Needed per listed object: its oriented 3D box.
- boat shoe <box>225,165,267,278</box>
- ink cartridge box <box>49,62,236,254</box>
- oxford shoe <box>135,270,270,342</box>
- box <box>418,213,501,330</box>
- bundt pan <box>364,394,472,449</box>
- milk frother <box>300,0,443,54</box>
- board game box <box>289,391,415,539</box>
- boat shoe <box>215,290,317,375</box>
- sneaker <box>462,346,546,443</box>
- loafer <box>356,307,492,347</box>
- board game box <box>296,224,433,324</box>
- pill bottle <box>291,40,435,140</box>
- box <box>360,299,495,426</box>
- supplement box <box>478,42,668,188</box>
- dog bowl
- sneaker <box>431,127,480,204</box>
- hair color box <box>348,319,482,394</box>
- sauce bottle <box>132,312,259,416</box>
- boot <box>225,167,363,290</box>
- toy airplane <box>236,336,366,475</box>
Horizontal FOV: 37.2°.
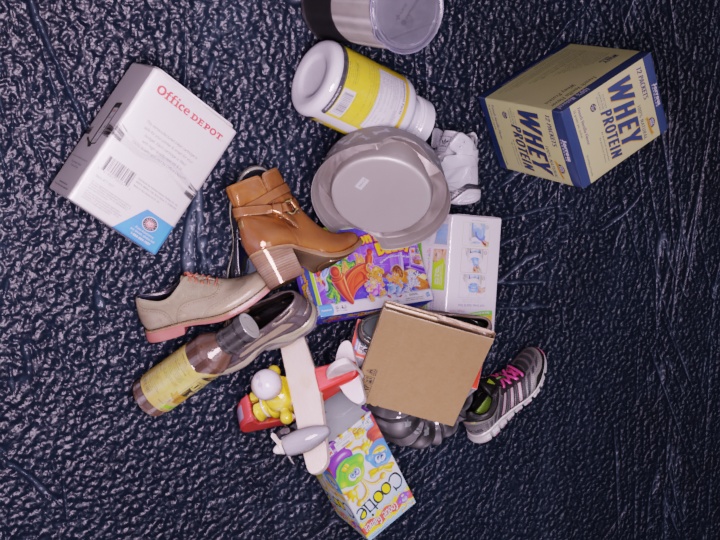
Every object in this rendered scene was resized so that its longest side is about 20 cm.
[{"bbox_3d":[-0.150,-0.048,1.523,0.074,0.062,0.201,2,102,-32],"label":"boat shoe"},{"bbox_3d":[-0.281,-0.147,1.393,0.146,0.084,0.200,38,82,-35],"label":"ink cartridge box"},{"bbox_3d":[-0.213,0.033,1.468,0.199,0.070,0.075,-22,106,0],"label":"oxford shoe"},{"bbox_3d":[0.143,0.014,1.683,0.101,0.112,0.201,3,91,-34],"label":"box"},{"bbox_3d":[0.105,0.205,1.759,0.201,0.076,0.203,-10,110,-30],"label":"bundt pan"},{"bbox_3d":[0.000,-0.407,1.435,0.200,0.188,0.181,34,84,-35],"label":"milk frother"},{"bbox_3d":[-0.011,0.309,1.696,0.105,0.103,0.200,-36,121,-19],"label":"board game box"},{"bbox_3d":[-0.161,0.080,1.517,0.200,0.075,0.073,-27,135,4],"label":"boat shoe"},{"bbox_3d":[0.242,0.203,1.847,0.200,0.074,0.087,-47,130,-7],"label":"sneaker"},{"bbox_3d":[0.095,0.081,1.570,0.199,0.063,0.072,1,67,-9],"label":"loafer"},{"bbox_3d":[0.000,0.000,1.606,0.199,0.045,0.135,-8,75,-31],"label":"board game box"},{"bbox_3d":[0.008,-0.243,1.536,0.200,0.112,0.112,20,93,-36],"label":"pill bottle"},{"bbox_3d":[0.088,0.139,1.552,0.163,0.021,0.200,15,131,-3],"label":"box"},{"bbox_3d":[0.336,-0.250,1.694,0.200,0.200,0.135,-34,120,-20],"label":"supplement box"},{"bbox_3d":[0.031,-0.121,1.534,0.199,0.059,0.200,3,134,3],"label":"dog bowl"},{"bbox_3d":[0.107,-0.160,1.653,0.199,0.075,0.115,-6,106,-36],"label":"sneaker"},{"bbox_3d":[0.077,0.142,1.639,0.199,0.111,0.064,16,70,-2],"label":"hair color box"},{"bbox_3d":[-0.224,0.128,1.469,0.200,0.065,0.065,-35,128,22],"label":"sauce bottle"},{"bbox_3d":[-0.093,-0.069,1.495,0.200,0.077,0.156,-22,85,-41],"label":"boot"},{"bbox_3d":[-0.092,0.170,1.542,0.141,0.200,0.200,22,91,-48],"label":"toy airplane"}]
